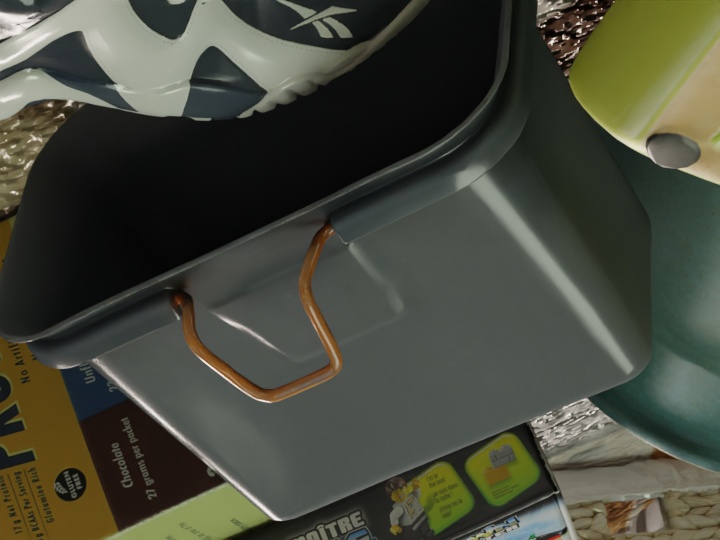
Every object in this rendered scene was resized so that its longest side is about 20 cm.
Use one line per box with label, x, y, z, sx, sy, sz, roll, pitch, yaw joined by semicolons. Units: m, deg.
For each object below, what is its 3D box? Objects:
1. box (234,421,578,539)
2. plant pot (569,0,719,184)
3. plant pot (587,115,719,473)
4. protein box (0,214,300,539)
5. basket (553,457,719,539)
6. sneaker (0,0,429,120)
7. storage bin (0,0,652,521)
box;-0.014;0.124;0.991;0.200;0.035;0.110;-24;158;1
plant pot;0.172;-0.115;0.677;0.200;0.182;0.199;20;147;-11
plant pot;0.169;-0.056;0.915;0.200;0.201;0.196;-15;150;-17
protein box;-0.128;0.084;1.018;0.200;0.135;0.199;-25;159;7
basket;0.133;0.229;1.571;0.198;0.161;0.200;-1;149;-40
sneaker;-0.057;-0.101;0.725;0.199;0.080;0.130;-5;163;-15
storage bin;0.000;0.000;0.842;0.200;0.146;0.134;-25;124;25
